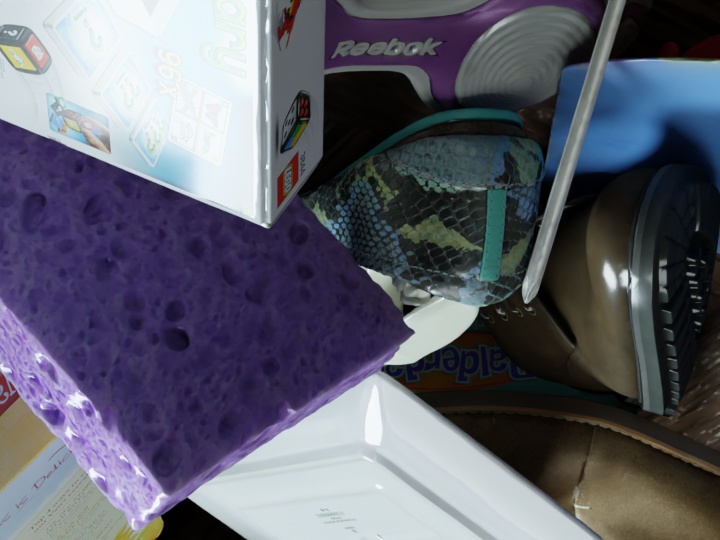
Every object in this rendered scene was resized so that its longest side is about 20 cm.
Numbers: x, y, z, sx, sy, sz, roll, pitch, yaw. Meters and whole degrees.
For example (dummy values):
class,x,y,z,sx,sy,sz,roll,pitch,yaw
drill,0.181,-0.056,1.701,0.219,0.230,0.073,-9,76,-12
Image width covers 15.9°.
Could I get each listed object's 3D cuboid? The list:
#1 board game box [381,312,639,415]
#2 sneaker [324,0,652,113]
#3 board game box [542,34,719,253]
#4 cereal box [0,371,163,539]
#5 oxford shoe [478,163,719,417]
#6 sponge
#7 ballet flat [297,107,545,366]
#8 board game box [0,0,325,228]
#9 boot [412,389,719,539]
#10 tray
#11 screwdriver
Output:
class,x,y,z,sx,sy,sz,roll,pitch,yaw
board game box,0.035,0.091,1.042,0.152,0.045,0.200,1,143,6
sneaker,0.004,-0.100,0.766,0.200,0.100,0.075,2,144,-37
board game box,0.141,-0.046,0.821,0.158,0.039,0.200,12,166,5
cereal box,-0.133,0.102,0.830,0.040,0.144,0.200,42,168,14
oxford shoe,0.074,0.008,0.860,0.084,0.073,0.200,14,167,4
sponge,-0.087,-0.027,0.757,0.200,0.112,0.030,48,137,9
ballet flat,0.000,0.000,0.844,0.074,0.074,0.200,17,166,-15
board game box,-0.069,-0.108,0.622,0.126,0.035,0.200,23,141,17
boot,0.088,0.091,0.928,0.200,0.076,0.074,14,166,-9
tray,-0.004,0.082,0.924,0.107,0.022,0.200,37,158,-18
screwdriver,0.078,-0.080,0.733,0.029,0.028,0.200,16,110,14
